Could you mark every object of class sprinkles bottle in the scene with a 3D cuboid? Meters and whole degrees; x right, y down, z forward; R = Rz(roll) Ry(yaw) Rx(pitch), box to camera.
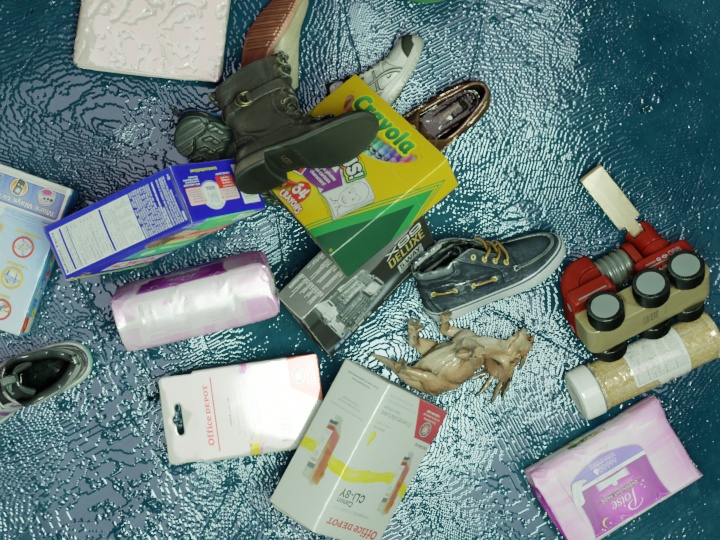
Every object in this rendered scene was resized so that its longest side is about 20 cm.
[{"bbox_3d":[0.365,0.121,1.603,0.200,0.068,0.068,-25,90,-3],"label":"sprinkles bottle"}]

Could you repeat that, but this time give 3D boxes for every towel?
[{"bbox_3d":[-0.262,-0.348,1.601,0.191,0.032,0.200,8,89,-4],"label":"towel"}]

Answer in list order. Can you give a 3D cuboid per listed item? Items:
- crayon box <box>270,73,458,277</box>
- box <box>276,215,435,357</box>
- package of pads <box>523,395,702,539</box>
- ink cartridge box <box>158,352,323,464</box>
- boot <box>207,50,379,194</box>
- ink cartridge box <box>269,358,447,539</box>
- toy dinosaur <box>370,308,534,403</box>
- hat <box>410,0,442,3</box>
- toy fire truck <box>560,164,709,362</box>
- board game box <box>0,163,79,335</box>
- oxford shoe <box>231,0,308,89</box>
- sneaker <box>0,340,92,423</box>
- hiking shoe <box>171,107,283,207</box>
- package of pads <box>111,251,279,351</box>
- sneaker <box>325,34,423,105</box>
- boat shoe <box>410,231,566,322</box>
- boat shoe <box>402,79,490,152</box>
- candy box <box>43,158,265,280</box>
[{"bbox_3d":[-0.011,-0.116,1.473,0.173,0.058,0.200,-40,52,-3],"label":"crayon box"},{"bbox_3d":[0.000,0.000,1.535,0.200,0.158,0.050,-45,68,-7],"label":"box"},{"bbox_3d":[0.322,0.260,1.593,0.200,0.076,0.121,-30,89,-3],"label":"package of pads"},{"bbox_3d":[-0.147,0.174,1.575,0.200,0.067,0.117,-7,88,-5],"label":"ink cartridge box"},{"bbox_3d":[-0.085,-0.194,1.472,0.200,0.069,0.174,-20,55,12],"label":"boot"},{"bbox_3d":[0.000,0.230,1.537,0.083,0.145,0.200,27,87,39],"label":"ink cartridge box"},{"bbox_3d":[0.119,0.123,1.590,0.200,0.136,0.086,-17,49,18],"label":"toy dinosaur"},{"bbox_3d":[0.149,-0.415,1.633,0.200,0.176,0.166,5,90,35],"label":"hat"},{"bbox_3d":[0.323,-0.016,1.593,0.176,0.129,0.200,-27,51,-5],"label":"toy fire truck"},{"bbox_3d":[-0.483,-0.042,1.568,0.200,0.056,0.196,20,88,-2],"label":"board game box"},{"bbox_3d":[-0.109,-0.271,1.600,0.074,0.071,0.200,32,78,-37],"label":"oxford shoe"},{"bbox_3d":[-0.432,0.140,1.523,0.200,0.140,0.078,-27,90,-4],"label":"sneaker"},{"bbox_3d":[-0.143,-0.152,1.580,0.200,0.087,0.074,30,111,-24],"label":"hiking shoe"},{"bbox_3d":[-0.202,0.036,1.539,0.200,0.121,0.076,-14,99,-4],"label":"package of pads"},{"bbox_3d":[0.003,-0.229,1.590,0.088,0.076,0.200,34,85,0],"label":"sneaker"},{"bbox_3d":[0.162,-0.012,1.576,0.200,0.071,0.091,-27,131,-2],"label":"boat shoe"},{"bbox_3d":[0.081,-0.177,1.596,0.200,0.070,0.070,-41,92,-2],"label":"boat shoe"},{"bbox_3d":[-0.244,-0.062,1.489,0.200,0.169,0.077,-21,88,27],"label":"candy box"}]
